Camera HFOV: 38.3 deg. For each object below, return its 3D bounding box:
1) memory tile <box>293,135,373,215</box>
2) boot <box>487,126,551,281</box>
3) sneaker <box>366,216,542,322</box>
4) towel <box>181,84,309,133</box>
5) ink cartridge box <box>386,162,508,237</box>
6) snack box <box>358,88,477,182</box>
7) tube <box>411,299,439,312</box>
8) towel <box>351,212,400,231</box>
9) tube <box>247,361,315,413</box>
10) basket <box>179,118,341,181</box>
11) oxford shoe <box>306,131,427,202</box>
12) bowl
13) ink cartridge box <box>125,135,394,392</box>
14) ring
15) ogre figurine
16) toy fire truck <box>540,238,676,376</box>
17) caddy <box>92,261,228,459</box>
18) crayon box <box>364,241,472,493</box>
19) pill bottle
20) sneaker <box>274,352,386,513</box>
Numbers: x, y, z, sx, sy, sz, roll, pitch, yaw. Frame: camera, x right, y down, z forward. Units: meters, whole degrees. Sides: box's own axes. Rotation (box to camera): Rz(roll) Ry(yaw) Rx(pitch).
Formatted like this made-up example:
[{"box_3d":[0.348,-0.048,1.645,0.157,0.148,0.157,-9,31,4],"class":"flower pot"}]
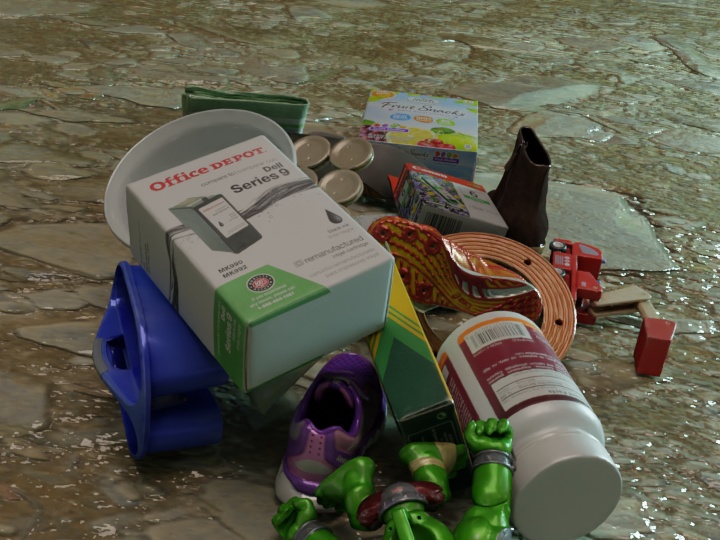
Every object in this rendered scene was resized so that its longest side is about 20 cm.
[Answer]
[{"box_3d":[-0.074,-0.071,1.120,0.152,0.017,0.201,4,53,18],"class":"memory tile"},{"box_3d":[0.194,-0.099,1.266,0.072,0.167,0.200,3,31,-6],"class":"boot"},{"box_3d":[0.088,0.006,1.048,0.199,0.073,0.077,29,5,-18],"class":"sneaker"},{"box_3d":[-0.153,-0.172,1.322,0.152,0.200,0.024,4,67,-9],"class":"towel"},{"box_3d":[0.100,-0.085,1.261,0.108,0.051,0.200,15,24,-14],"class":"ink cartridge box"},{"box_3d":[0.084,-0.192,1.502,0.168,0.068,0.200,6,29,2],"class":"snack box"},{"box_3d":[0.000,0.000,1.092,0.199,0.052,0.058,24,61,27],"class":"tube"},{"box_3d":[0.021,-0.009,1.206,0.199,0.048,0.171,-5,30,-18],"class":"towel"},{"box_3d":[-0.121,0.063,1.025,0.052,0.058,0.200,3,23,-41],"class":"tube"},{"box_3d":[-0.124,-0.111,1.270,0.199,0.137,0.180,1,6,-19],"class":"basket"},{"box_3d":[0.011,-0.130,1.393,0.199,0.071,0.072,20,72,-2],"class":"oxford shoe"},{"box_3d":[-0.153,-0.065,1.066,0.200,0.091,0.202,-8,49,9],"class":"bowl"},{"box_3d":[-0.090,-0.013,0.877,0.145,0.084,0.200,-24,50,-29],"class":"ink cartridge box"},{"box_3d":[0.130,0.042,1.106,0.199,0.019,0.201,2,53,-3],"class":"ring"},{"box_3d":[0.035,0.197,0.803,0.199,0.098,0.120,-7,43,-10],"class":"ogre figurine"},{"box_3d":[0.277,0.035,1.172,0.140,0.049,0.200,11,30,7],"class":"toy fire truck"},{"box_3d":[-0.187,0.076,0.933,0.104,0.142,0.200,-3,31,-20],"class":"caddy"},{"box_3d":[0.040,0.087,0.928,0.051,0.126,0.200,-20,45,0],"class":"crayon box"},{"box_3d":[0.146,0.135,0.917,0.113,0.115,0.200,-2,32,-13],"class":"pill bottle"},{"box_3d":[-0.020,0.124,0.934,0.080,0.089,0.200,9,29,8],"class":"sneaker"}]
